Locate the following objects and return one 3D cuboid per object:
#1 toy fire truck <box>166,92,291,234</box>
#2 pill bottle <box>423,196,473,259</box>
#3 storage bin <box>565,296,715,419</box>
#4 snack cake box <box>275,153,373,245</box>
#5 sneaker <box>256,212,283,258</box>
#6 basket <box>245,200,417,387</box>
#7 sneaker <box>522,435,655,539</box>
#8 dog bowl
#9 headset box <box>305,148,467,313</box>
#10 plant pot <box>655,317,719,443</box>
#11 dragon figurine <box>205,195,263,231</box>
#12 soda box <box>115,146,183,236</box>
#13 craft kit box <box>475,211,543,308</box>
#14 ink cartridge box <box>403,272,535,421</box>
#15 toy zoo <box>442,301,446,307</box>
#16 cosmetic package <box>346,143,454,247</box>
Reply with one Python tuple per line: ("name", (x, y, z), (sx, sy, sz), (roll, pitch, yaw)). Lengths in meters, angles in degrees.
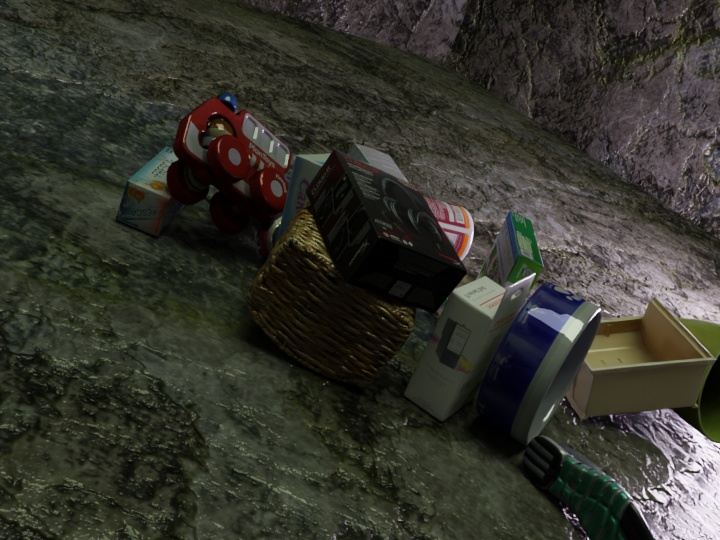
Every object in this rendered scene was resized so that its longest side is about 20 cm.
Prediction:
("toy fire truck", (-0.183, -0.164, 1.268), (0.199, 0.111, 0.171), (38, 45, -38))
("pill bottle", (0.097, -0.079, 1.568), (0.197, 0.111, 0.110), (11, 25, -30))
("storage bin", (0.402, 0.128, 1.362), (0.195, 0.095, 0.199), (-4, 30, -11))
("snack cake box", (-0.057, -0.058, 1.230), (0.066, 0.204, 0.114), (24, 20, 28))
("sneaker", (-0.075, -0.073, 1.354), (0.073, 0.082, 0.200), (8, 37, 31))
("basket", (-0.034, 0.035, 1.120), (0.198, 0.144, 0.150), (34, 24, -7))
("sneaker", (0.288, 0.268, 1.047), (0.086, 0.075, 0.200), (10, 25, -42))
("dog bowl", (0.233, 0.121, 1.142), (0.078, 0.203, 0.199), (29, 22, 21))
("headset box", (0.026, -0.056, 1.093), (0.147, 0.078, 0.202), (20, 31, -35))
("plant pot", (0.552, 0.158, 1.464), (0.184, 0.191, 0.199), (10, 11, -32))
("dragon figurine", (-0.171, -0.097, 1.393), (0.197, 0.060, 0.100), (21, 22, -11))
("soda box", (-0.297, -0.122, 1.310), (0.067, 0.064, 0.201), (22, 21, -4))
("craft kit box", (0.204, 0.034, 1.311), (0.048, 0.200, 0.201), (25, 22, -4))
("ink cartridge box", (0.142, 0.082, 1.131), (0.067, 0.203, 0.117), (32, 23, 21))
("toy zoo", (0.072, -0.007, 1.424), (0.199, 0.021, 0.131), (39, 10, -10))
("cosmetic package", (0.045, -0.089, 1.348), (0.201, 0.090, 0.106), (53, 23, 24))
